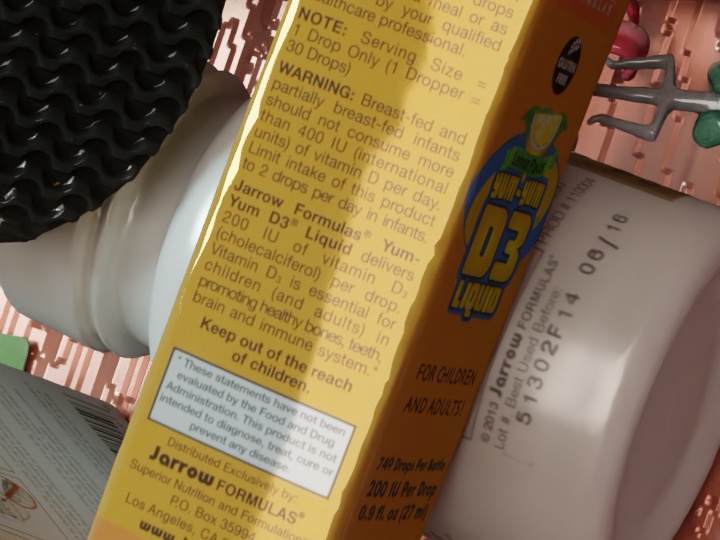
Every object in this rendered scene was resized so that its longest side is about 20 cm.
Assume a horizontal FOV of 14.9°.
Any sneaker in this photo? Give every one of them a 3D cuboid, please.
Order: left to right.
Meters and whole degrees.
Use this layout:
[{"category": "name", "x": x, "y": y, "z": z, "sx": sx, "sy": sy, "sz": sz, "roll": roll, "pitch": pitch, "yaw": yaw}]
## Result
[{"category": "sneaker", "x": -0.070, "y": -0.106, "z": 0.758, "sx": 0.070, "sy": 0.090, "sz": 0.201, "roll": 18, "pitch": 100, "yaw": -18}]

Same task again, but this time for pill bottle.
[{"category": "pill bottle", "x": 0.002, "y": 0.006, "z": 0.783, "sx": 0.199, "sy": 0.114, "sz": 0.115, "roll": 21, "pitch": 91, "yaw": 21}]

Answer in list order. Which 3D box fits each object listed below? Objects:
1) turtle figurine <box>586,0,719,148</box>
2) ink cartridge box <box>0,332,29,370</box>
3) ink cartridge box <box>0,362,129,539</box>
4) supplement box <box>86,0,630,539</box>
[{"category": "turtle figurine", "x": 0.125, "y": -0.112, "z": 0.762, "sx": 0.199, "sy": 0.101, "sz": 0.151, "roll": -6, "pitch": 99, "yaw": 3}, {"category": "ink cartridge box", "x": -0.186, "y": 0.106, "z": 0.839, "sx": 0.145, "sy": 0.048, "sz": 0.201, "roll": 13, "pitch": 89, "yaw": -14}, {"category": "ink cartridge box", "x": -0.087, "y": 0.083, "z": 0.742, "sx": 0.044, "sy": 0.173, "sz": 0.200, "roll": -56, "pitch": 47, "yaw": 10}, {"category": "supplement box", "x": 0.000, "y": 0.000, "z": 0.688, "sx": 0.068, "sy": 0.066, "sz": 0.201, "roll": 21, "pitch": 94, "yaw": 21}]
